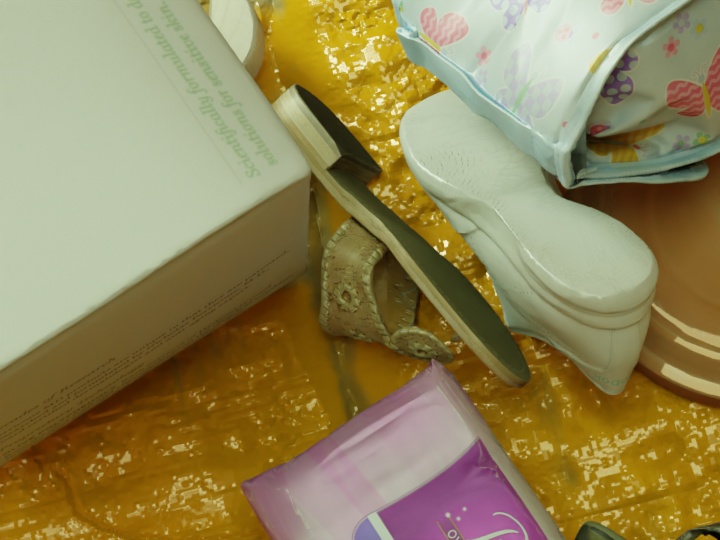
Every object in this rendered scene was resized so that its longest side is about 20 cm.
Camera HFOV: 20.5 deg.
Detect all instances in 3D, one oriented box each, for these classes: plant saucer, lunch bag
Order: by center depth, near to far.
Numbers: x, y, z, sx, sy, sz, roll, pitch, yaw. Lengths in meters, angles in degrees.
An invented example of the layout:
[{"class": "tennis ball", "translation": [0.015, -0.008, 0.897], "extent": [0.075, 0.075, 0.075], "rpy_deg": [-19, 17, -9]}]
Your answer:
[{"class": "lunch bag", "translation": [0.134, -0.134, 0.995], "extent": [0.200, 0.127, 0.170], "rpy_deg": [-34, 43, -12]}, {"class": "plant saucer", "translation": [0.204, -0.027, 1.019], "extent": [0.200, 0.032, 0.201], "rpy_deg": [-2, 70, 6]}]

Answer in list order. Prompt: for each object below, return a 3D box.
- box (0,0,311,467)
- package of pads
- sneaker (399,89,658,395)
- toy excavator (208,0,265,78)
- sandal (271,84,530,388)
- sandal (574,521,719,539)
[{"class": "box", "translation": [-0.156, -0.047, 0.942], "extent": [0.200, 0.171, 0.199], "rpy_deg": [-33, 79, -10]}, {"class": "package of pads", "translation": [0.043, 0.153, 0.951], "extent": [0.120, 0.076, 0.200], "rpy_deg": [-33, 69, -3]}, {"class": "sneaker", "translation": [0.078, -0.014, 1.012], "extent": [0.075, 0.089, 0.200], "rpy_deg": [-20, 44, -15]}, {"class": "toy excavator", "translation": [-0.171, -0.162, 1.095], "extent": [0.194, 0.100, 0.200], "rpy_deg": [-23, 82, 1]}, {"class": "sandal", "translation": [0.003, 0.001, 1.025], "extent": [0.070, 0.078, 0.212], "rpy_deg": [-43, 63, 13]}, {"class": "sandal", "translation": [0.198, 0.147, 0.934], "extent": [0.201, 0.080, 0.057], "rpy_deg": [14, 77, 2]}]
